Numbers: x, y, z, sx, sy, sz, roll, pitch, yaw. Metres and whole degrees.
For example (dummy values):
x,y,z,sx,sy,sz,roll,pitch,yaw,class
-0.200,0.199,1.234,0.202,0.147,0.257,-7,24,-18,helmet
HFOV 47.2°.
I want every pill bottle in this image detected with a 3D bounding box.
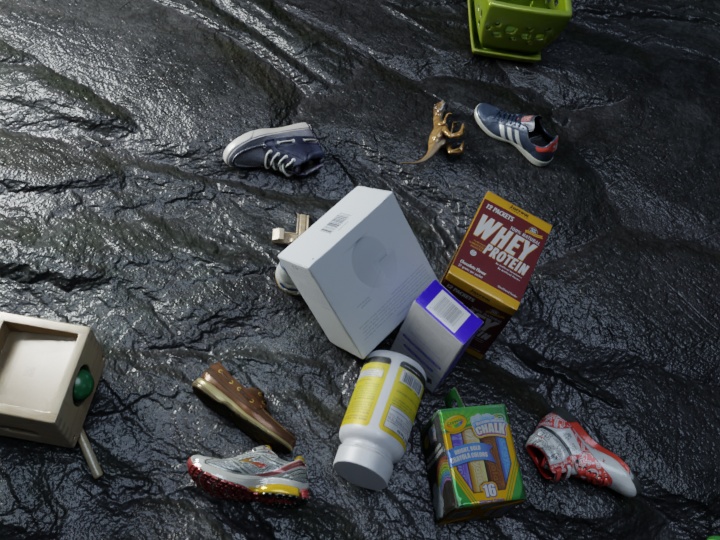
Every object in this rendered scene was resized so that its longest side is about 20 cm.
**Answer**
x,y,z,sx,sy,sz,roll,pitch,yaw,class
0.031,0.245,1.357,0.112,0.115,0.203,22,59,1,pill bottle

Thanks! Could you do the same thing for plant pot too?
x,y,z,sx,sy,sz,roll,pitch,yaw,class
0.343,-0.590,1.853,0.195,0.182,0.203,5,60,-10,plant pot

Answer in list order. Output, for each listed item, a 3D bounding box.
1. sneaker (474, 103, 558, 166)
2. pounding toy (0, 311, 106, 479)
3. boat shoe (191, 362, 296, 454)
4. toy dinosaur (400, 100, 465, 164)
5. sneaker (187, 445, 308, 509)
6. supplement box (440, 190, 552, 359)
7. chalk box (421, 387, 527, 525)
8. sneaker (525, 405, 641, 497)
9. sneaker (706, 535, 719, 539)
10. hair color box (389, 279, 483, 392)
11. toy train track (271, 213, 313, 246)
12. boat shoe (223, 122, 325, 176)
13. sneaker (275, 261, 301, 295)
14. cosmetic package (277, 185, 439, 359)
x,y,z,sx,sy,sz,roll,pitch,yaw,class
0.336,-0.311,1.753,0.198,0.085,0.075,33,59,7,sneaker
-0.480,0.194,1.274,0.195,0.143,0.188,9,58,5,pounding toy
-0.181,0.222,1.346,0.198,0.072,0.068,34,61,10,boat shoe
0.163,-0.268,1.717,0.104,0.061,0.203,7,51,20,toy dinosaur
-0.176,0.318,1.300,0.195,0.078,0.084,14,54,-16,sneaker
0.223,0.011,1.480,0.131,0.201,0.199,28,59,4,supplement box
0.177,0.297,1.356,0.121,0.125,0.204,-1,63,-13,chalk box
0.376,0.339,1.413,0.107,0.068,0.201,-38,71,-27,sneaker
0.678,0.478,1.412,0.195,0.075,0.084,7,35,-6,sneaker
0.125,0.115,1.400,0.109,0.201,0.065,41,59,13,hair color box
-0.068,-0.059,1.551,0.195,0.033,0.117,7,60,-10,toy train track
-0.161,-0.222,1.594,0.196,0.075,0.094,-21,60,-23,boat shoe
-0.053,0.007,1.485,0.195,0.089,0.077,3,58,-15,sneaker
0.000,0.000,1.411,0.199,0.122,0.202,-41,118,-19,cosmetic package
